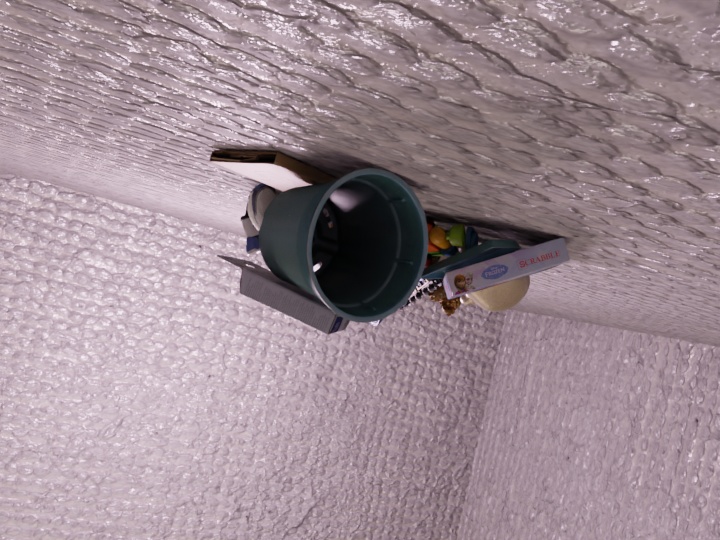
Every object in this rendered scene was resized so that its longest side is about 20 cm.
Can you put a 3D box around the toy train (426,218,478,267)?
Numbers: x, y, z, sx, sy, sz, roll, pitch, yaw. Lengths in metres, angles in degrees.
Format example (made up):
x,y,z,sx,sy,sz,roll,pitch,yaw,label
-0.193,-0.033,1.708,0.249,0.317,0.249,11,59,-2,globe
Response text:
x,y,z,sx,sy,sz,roll,pitch,yaw,label
0.126,-0.059,1.136,0.114,0.086,0.199,1,172,22,toy train

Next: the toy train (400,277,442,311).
x,y,z,sx,sy,sz,roll,pitch,yaw,label
0.111,0.037,1.341,0.034,0.046,0.200,-32,176,-24,toy train

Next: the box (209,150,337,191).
x,y,z,sx,sy,sz,roll,pitch,yaw,label
-0.112,-0.148,1.061,0.162,0.022,0.198,10,175,42,box

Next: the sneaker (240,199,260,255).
x,y,z,sx,sy,sz,roll,pitch,yaw,label
-0.170,-0.117,1.390,0.198,0.117,0.080,-26,-174,-41,sneaker

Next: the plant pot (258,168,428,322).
x,y,z,sx,sy,sz,roll,pitch,yaw,label
-0.040,-0.043,0.962,0.198,0.204,0.195,15,177,-37,plant pot

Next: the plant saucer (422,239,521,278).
x,y,z,sx,sy,sz,roll,pitch,yaw,label
0.182,-0.018,1.158,0.069,0.019,0.199,-1,166,-35,plant saucer

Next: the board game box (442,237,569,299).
x,y,z,sx,sy,sz,roll,pitch,yaw,label
0.243,0.001,1.165,0.197,0.042,0.199,-17,174,5,board game box

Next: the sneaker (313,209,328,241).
x,y,z,sx,sy,sz,roll,pitch,yaw,label
-0.100,-0.092,1.259,0.079,0.088,0.200,15,-171,3,sneaker

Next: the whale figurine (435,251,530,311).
x,y,z,sx,sy,sz,roll,pitch,yaw,label
0.240,-0.002,1.343,0.197,0.160,0.105,18,-143,-9,whale figurine

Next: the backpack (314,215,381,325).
x,y,z,sx,sy,sz,roll,pitch,yaw,label
0.000,0.000,1.188,0.190,0.154,0.201,43,166,21,backpack

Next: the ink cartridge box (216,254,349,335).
x,y,z,sx,sy,sz,roll,pitch,yaw,label
-0.115,0.040,1.046,0.197,0.044,0.196,24,180,7,ink cartridge box

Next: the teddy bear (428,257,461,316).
x,y,z,sx,sy,sz,roll,pitch,yaw,label
0.158,0.000,1.403,0.066,0.201,0.145,-32,-172,21,teddy bear

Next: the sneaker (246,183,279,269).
x,y,z,sx,sy,sz,roll,pitch,yaw,label
-0.151,-0.072,1.285,0.076,0.203,0.085,-32,-147,-24,sneaker
